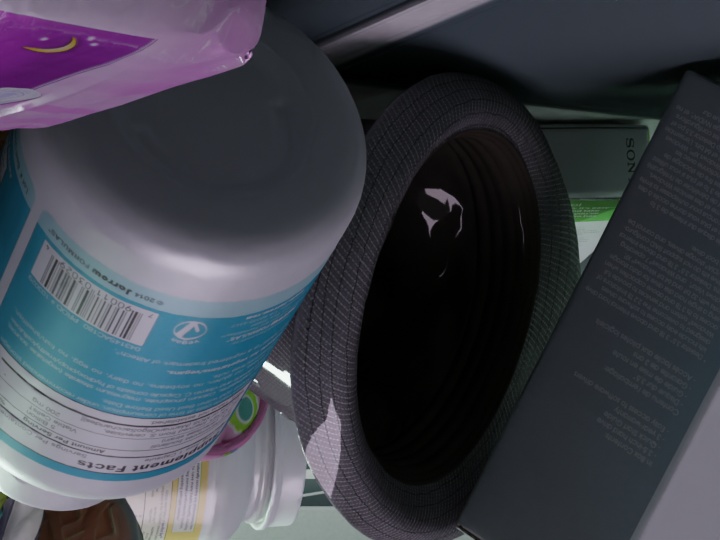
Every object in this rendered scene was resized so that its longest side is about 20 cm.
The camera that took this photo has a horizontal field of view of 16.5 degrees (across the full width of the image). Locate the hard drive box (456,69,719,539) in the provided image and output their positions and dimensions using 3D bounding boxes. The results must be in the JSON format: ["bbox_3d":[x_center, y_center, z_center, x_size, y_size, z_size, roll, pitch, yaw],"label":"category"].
[{"bbox_3d":[0.145,0.037,0.991,0.077,0.201,0.156,32,-169,31],"label":"hard drive box"}]

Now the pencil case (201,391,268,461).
[{"bbox_3d":[-0.134,0.045,1.101,0.199,0.088,0.087,-5,171,41],"label":"pencil case"}]

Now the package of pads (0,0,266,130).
[{"bbox_3d":[-0.131,-0.084,0.583,0.199,0.076,0.120,6,169,-41],"label":"package of pads"}]

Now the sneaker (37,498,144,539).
[{"bbox_3d":[-0.167,0.112,1.077,0.199,0.071,0.080,18,142,33],"label":"sneaker"}]

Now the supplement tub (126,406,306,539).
[{"bbox_3d":[-0.138,0.085,1.396,0.198,0.147,0.145,0,170,-13],"label":"supplement tub"}]

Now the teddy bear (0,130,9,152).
[{"bbox_3d":[-0.136,-0.040,0.932,0.198,0.067,0.145,-8,178,-8],"label":"teddy bear"}]

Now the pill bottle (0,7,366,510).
[{"bbox_3d":[-0.080,0.004,0.833,0.110,0.111,0.200,2,147,-24],"label":"pill bottle"}]

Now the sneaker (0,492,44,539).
[{"bbox_3d":[-0.163,0.068,0.976,0.079,0.078,0.201,9,120,-54],"label":"sneaker"}]

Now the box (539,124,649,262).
[{"bbox_3d":[0.040,-0.027,1.106,0.143,0.037,0.200,-1,172,-6],"label":"box"}]

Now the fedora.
[{"bbox_3d":[0.003,0.008,0.952,0.090,0.178,0.200,15,170,28],"label":"fedora"}]
